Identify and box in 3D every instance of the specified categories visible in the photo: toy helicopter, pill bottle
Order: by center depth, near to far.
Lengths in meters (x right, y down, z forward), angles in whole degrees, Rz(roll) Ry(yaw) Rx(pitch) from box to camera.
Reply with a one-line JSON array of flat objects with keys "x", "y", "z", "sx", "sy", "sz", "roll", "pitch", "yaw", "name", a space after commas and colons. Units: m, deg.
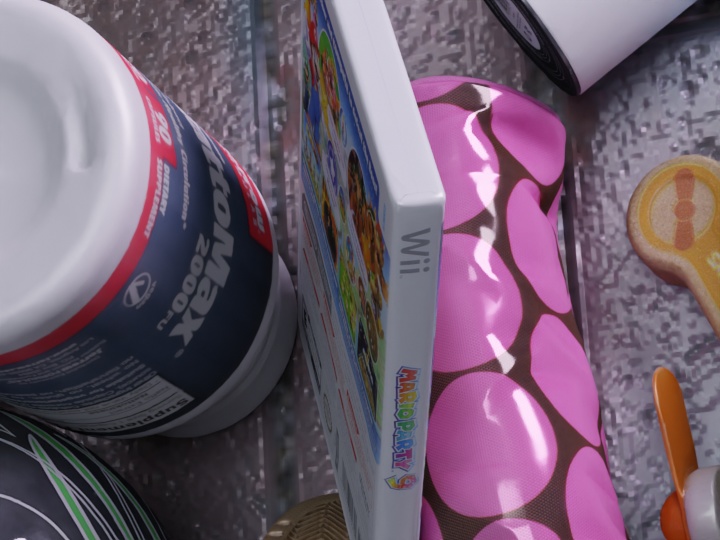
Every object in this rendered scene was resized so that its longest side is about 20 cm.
[{"x": 0.145, "y": 0.045, "z": 0.773, "sx": 0.132, "sy": 0.079, "sz": 0.201, "roll": -39, "pitch": 55, "yaw": 14, "name": "toy helicopter"}, {"x": -0.095, "y": -0.006, "z": 0.786, "sx": 0.118, "sy": 0.200, "sz": 0.121, "roll": -5, "pitch": 73, "yaw": 17, "name": "pill bottle"}]

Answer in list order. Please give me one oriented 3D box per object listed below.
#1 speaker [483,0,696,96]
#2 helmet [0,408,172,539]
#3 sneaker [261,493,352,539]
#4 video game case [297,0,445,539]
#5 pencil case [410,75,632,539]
[{"x": 0.131, "y": -0.156, "z": 0.811, "sx": 0.200, "sy": 0.081, "sz": 0.081, "roll": -38, "pitch": 66, "yaw": -1, "name": "speaker"}, {"x": -0.140, "y": 0.150, "z": 0.763, "sx": 0.191, "sy": 0.200, "sz": 0.200, "roll": -49, "pitch": 65, "yaw": 15, "name": "helmet"}, {"x": -0.012, "y": 0.181, "z": 0.778, "sx": 0.069, "sy": 0.109, "sz": 0.201, "roll": 3, "pitch": 42, "yaw": 1, "name": "sneaker"}, {"x": 0.000, "y": 0.000, "z": 0.740, "sx": 0.018, "sy": 0.201, "sz": 0.144, "roll": -7, "pitch": 47, "yaw": -9, "name": "video game case"}, {"x": 0.052, "y": 0.032, "z": 0.790, "sx": 0.093, "sy": 0.091, "sz": 0.202, "roll": 0, "pitch": 69, "yaw": -27, "name": "pencil case"}]
